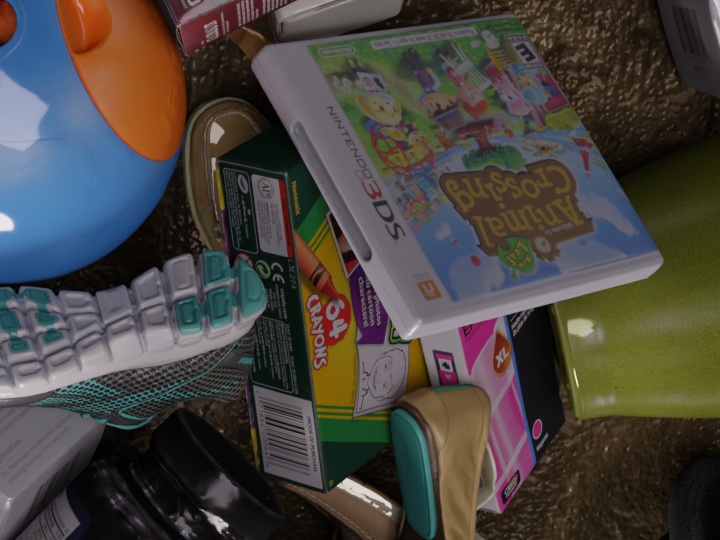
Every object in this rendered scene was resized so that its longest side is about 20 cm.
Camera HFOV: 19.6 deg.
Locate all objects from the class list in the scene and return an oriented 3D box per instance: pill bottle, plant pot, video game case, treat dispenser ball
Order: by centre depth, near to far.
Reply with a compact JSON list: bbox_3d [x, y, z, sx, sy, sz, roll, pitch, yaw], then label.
[{"bbox_3d":[-0.139,0.175,1.144,0.200,0.112,0.112,-45,107,3],"label":"pill bottle"},{"bbox_3d":[-0.195,-0.093,1.153,0.200,0.201,0.202,-2,102,-12],"label":"treat dispenser ball"},{"bbox_3d":[0.058,-0.059,1.167,0.199,0.022,0.183,-12,66,-41],"label":"video game case"},{"bbox_3d":[0.209,0.008,1.282,0.192,0.200,0.202,-12,104,2],"label":"plant pot"}]

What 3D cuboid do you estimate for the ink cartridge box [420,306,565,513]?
[{"bbox_3d":[0.077,0.043,1.272,0.095,0.037,0.201,-49,135,-39],"label":"ink cartridge box"}]

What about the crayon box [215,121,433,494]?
[{"bbox_3d":[0.000,0.000,1.224,0.172,0.058,0.201,-34,126,-45],"label":"crayon box"}]

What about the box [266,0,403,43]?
[{"bbox_3d":[-0.042,-0.235,1.184,0.077,0.095,0.201,-19,87,-4],"label":"box"}]

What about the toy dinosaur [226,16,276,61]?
[{"bbox_3d":[-0.044,-0.134,1.253,0.200,0.060,0.106,37,93,-16],"label":"toy dinosaur"}]

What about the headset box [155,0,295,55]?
[{"bbox_3d":[-0.056,-0.218,1.098,0.199,0.077,0.149,-27,85,-4],"label":"headset box"}]

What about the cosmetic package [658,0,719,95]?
[{"bbox_3d":[0.295,-0.178,1.293,0.199,0.102,0.074,-21,105,-7],"label":"cosmetic package"}]

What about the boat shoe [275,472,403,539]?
[{"bbox_3d":[0.021,0.185,1.323,0.200,0.074,0.069,36,86,-17],"label":"boat shoe"}]

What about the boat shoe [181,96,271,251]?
[{"bbox_3d":[-0.053,-0.008,1.267,0.071,0.076,0.201,-22,105,-8],"label":"boat shoe"}]

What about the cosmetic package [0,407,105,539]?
[{"bbox_3d":[-0.254,0.066,1.181,0.200,0.102,0.074,37,129,9],"label":"cosmetic package"}]

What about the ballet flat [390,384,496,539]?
[{"bbox_3d":[0.055,0.157,1.250,0.063,0.069,0.201,-18,125,-28],"label":"ballet flat"}]

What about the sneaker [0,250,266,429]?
[{"bbox_3d":[-0.147,0.056,1.145,0.199,0.078,0.092,-9,134,-7],"label":"sneaker"}]

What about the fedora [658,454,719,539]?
[{"bbox_3d":[0.236,0.219,1.358,0.091,0.201,0.201,-29,110,32],"label":"fedora"}]
